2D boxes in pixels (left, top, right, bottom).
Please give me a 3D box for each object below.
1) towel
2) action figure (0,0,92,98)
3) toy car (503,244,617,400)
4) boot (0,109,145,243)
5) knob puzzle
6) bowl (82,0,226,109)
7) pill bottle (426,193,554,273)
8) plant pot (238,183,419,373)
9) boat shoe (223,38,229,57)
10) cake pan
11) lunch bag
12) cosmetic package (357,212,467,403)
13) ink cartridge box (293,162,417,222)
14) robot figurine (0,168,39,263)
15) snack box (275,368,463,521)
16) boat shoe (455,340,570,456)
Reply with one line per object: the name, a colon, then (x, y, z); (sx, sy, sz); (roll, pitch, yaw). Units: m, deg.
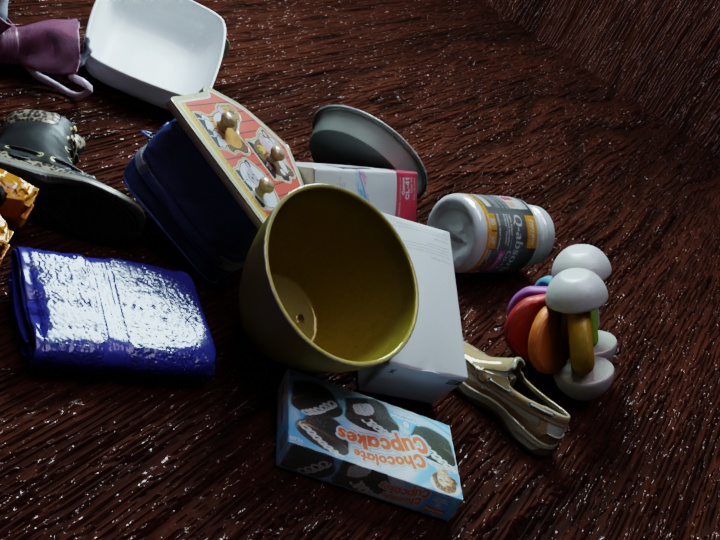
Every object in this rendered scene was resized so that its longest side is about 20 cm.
towel: (-0.251, 0.050, 1.043); (0.197, 0.050, 0.149); (9, 41, -35)
action figure: (-0.471, -0.297, 1.386); (0.197, 0.133, 0.152); (-7, 85, -31)
toy car: (0.271, 0.071, 1.419); (0.147, 0.178, 0.200); (-3, 21, 18)
boot: (-0.341, -0.113, 1.200); (0.196, 0.074, 0.152); (15, 30, -15)
knob puzzle: (-0.120, -0.140, 1.207); (0.219, 0.030, 0.221); (42, 23, -23)
bowl: (-0.308, -0.327, 1.531); (0.197, 0.075, 0.203); (20, 52, -17)
pill bottle: (0.202, -0.055, 1.573); (0.198, 0.118, 0.117); (-1, 39, -44)
plant pot: (-0.056, 0.029, 1.124); (0.197, 0.141, 0.204); (19, 57, -31)
boat shoe: (-0.301, -0.381, 1.675); (0.198, 0.075, 0.069); (-5, 48, -47)
cake pan: (0.005, -0.156, 1.506); (0.198, 0.201, 0.037); (32, 67, 5)
lunch bag: (-0.186, -0.095, 1.227); (0.201, 0.132, 0.136); (50, 22, -4)
cosmetic package: (0.054, 0.045, 1.226); (0.111, 0.081, 0.203); (15, 56, -27)
ink cartridge box: (-0.040, -0.099, 1.387); (0.146, 0.088, 0.198); (11, 8, 43)
robot figurine: (-0.441, -0.084, 1.053); (0.197, 0.059, 0.146); (25, 38, -11)
snack box: (0.008, 0.181, 1.078); (0.197, 0.037, 0.117); (21, 29, -16)
boat shoe: (0.176, 0.134, 1.274); (0.199, 0.077, 0.071); (39, 29, 18)
